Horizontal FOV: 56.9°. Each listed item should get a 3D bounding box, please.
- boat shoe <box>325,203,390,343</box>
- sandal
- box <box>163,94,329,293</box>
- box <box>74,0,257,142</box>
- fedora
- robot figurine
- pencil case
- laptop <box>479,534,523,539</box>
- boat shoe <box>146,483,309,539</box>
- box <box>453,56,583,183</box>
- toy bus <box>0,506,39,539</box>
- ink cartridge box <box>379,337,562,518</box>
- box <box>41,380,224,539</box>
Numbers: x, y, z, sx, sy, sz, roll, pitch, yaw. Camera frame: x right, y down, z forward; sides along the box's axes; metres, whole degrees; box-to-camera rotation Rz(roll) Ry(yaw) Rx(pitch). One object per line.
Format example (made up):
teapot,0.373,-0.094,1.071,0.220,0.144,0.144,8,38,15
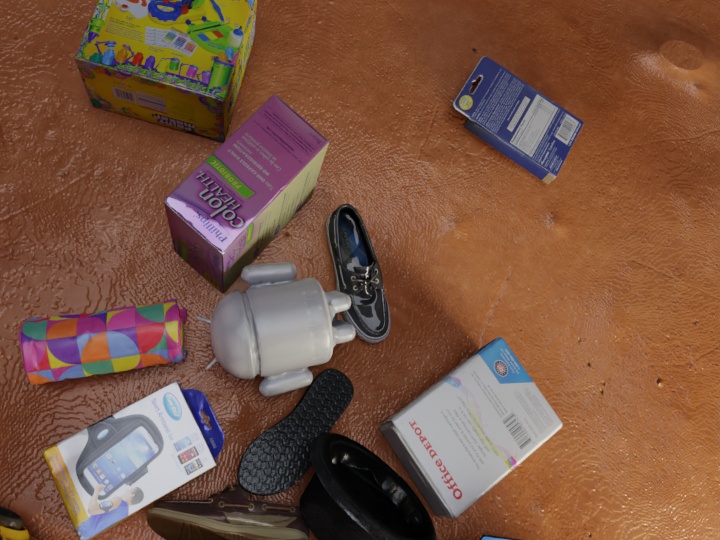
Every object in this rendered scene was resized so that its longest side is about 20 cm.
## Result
boat shoe,0.000,0.000,0.933,0.069,0.066,0.203,-9,75,-14
sandal,-0.081,0.216,0.867,0.075,0.048,0.200,44,57,3
box,-0.149,-0.095,0.872,0.096,0.176,0.201,39,70,2
box,-0.265,-0.319,0.944,0.197,0.122,0.196,15,71,-7
fedora,-0.003,0.298,0.812,0.200,0.201,0.092,40,99,2
robot figurine,-0.108,0.074,0.862,0.197,0.113,0.173,-11,92,-15
pencil case,-0.316,0.088,0.833,0.196,0.088,0.090,-7,75,-16
laptop,0.208,0.441,0.818,0.184,0.116,0.203,11,71,-8
boat shoe,-0.158,0.303,0.816,0.196,0.073,0.073,8,41,-1
box,0.251,-0.245,1.072,0.199,0.032,0.122,34,69,-2
toy bus,-0.363,0.342,0.688,0.190,0.200,0.137,27,70,-11
ink cartridge box,0.145,0.210,0.891,0.199,0.085,0.146,-32,82,-20
box,-0.271,0.227,0.821,0.198,0.042,0.120,-28,81,-16
